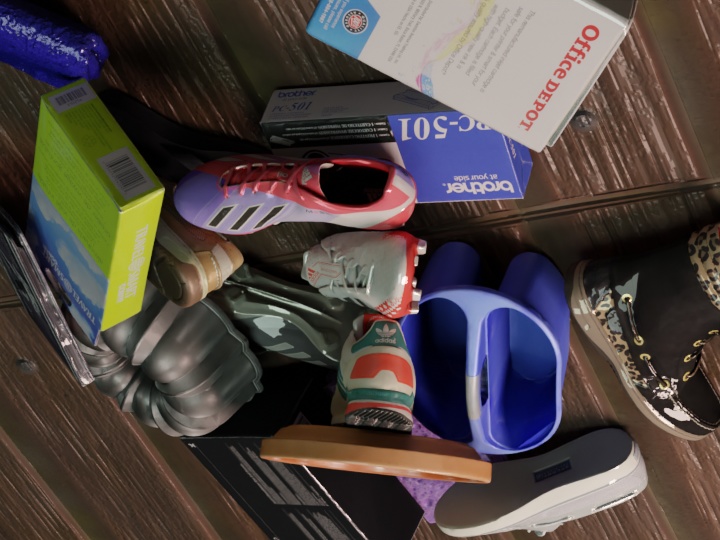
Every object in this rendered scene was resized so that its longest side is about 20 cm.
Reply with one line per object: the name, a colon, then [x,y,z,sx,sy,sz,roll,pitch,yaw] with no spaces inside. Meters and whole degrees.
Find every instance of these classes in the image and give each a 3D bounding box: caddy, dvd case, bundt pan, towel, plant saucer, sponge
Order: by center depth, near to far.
towel: [-0.297,-0.194,1.415,0.198,0.050,0.148,22,180,-4]
caddy: [0.105,0.072,1.538,0.140,0.105,0.201,8,136,15]
plant saucer: [0.014,0.156,1.556,0.198,0.033,0.200,6,171,1]
dvd case: [-0.292,0.002,1.579,0.200,0.016,0.150,38,153,59]
bundt pan: [-0.188,0.076,1.633,0.201,0.076,0.202,28,152,16]
sponge: [0.062,0.157,1.698,0.111,0.030,0.200,-15,126,33]

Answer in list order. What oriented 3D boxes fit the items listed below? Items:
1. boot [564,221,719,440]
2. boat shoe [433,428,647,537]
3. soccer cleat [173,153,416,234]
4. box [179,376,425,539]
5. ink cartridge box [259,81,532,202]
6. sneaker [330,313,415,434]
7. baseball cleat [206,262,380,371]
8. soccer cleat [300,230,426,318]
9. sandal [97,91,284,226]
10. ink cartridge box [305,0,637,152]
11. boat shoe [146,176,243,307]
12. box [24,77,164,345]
boot: [0.276,0.049,1.478,0.150,0.073,0.200,-24,116,37]
boat shoe: [0.167,0.209,1.657,0.199,0.070,0.072,-21,128,15]
soccer cleat: [-0.054,-0.065,1.417,0.198,0.067,0.077,3,163,12]
box: [-0.054,0.195,1.728,0.140,0.079,0.200,-7,131,42]
ink cartridge box: [0.029,-0.101,1.441,0.198,0.044,0.094,-1,134,22]
sneaker: [0.015,0.087,1.521,0.070,0.094,0.200,6,172,-3]
baseball cleat: [-0.060,0.051,1.625,0.199,0.070,0.107,25,151,2]
soccer cleat: [0.000,0.000,1.474,0.084,0.069,0.200,7,180,-10]
sandal: [-0.143,-0.082,1.527,0.199,0.043,0.076,22,137,0]
ink cartridge box: [0.083,-0.195,1.295,0.199,0.085,0.145,27,137,-5]
boat shoe: [-0.173,-0.049,1.502,0.200,0.076,0.072,44,149,26]
box: [-0.214,-0.042,1.444,0.122,0.047,0.200,53,151,20]
